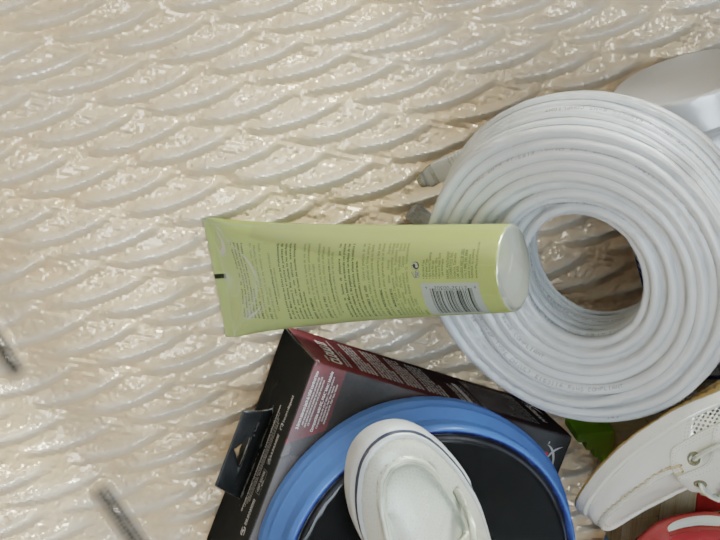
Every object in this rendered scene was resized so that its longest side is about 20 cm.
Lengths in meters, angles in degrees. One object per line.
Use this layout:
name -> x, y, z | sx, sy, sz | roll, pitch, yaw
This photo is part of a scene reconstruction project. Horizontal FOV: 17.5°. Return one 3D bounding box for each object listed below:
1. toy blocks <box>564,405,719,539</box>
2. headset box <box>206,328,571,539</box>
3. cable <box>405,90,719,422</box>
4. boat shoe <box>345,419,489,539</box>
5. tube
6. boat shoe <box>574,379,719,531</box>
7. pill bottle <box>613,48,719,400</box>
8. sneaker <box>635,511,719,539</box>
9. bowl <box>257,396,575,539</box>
toy blocks -> 0.228, 0.157, 1.520 | 0.198, 0.100, 0.138 | -4, 117, -15
headset box -> 0.008, 0.133, 1.446 | 0.199, 0.077, 0.150 | 18, 99, -22
cable -> 0.136, -0.008, 1.384 | 0.200, 0.069, 0.200 | -36, 97, 32
boat shoe -> 0.052, 0.184, 1.335 | 0.074, 0.086, 0.203 | -22, 111, -10
tube -> 0.000, 0.000, 1.379 | 0.052, 0.199, 0.058 | 41, 51, -56
boat shoe -> 0.218, 0.107, 1.390 | 0.200, 0.071, 0.070 | -37, 70, 20
pill bottle -> 0.223, -0.027, 1.447 | 0.115, 0.116, 0.201 | -20, 110, -11
sneaker -> 0.254, 0.228, 1.458 | 0.199, 0.116, 0.078 | 24, 118, -34
bowl -> 0.038, 0.176, 1.405 | 0.199, 0.039, 0.202 | -5, 107, -16
